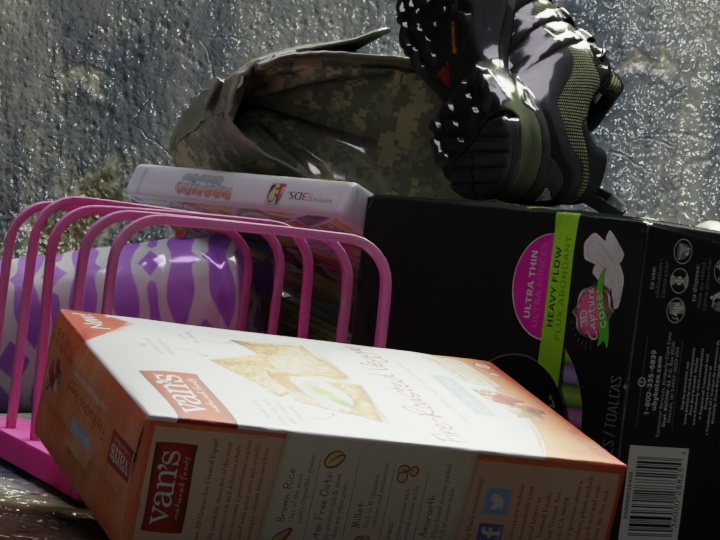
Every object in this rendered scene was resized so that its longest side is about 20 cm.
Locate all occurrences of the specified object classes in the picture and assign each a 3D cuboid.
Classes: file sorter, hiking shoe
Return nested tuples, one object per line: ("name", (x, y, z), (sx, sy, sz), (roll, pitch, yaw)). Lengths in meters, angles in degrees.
("file sorter", (-0.083, 0.035, 1.109), (0.138, 0.126, 0.200), (7, 1, -22))
("hiking shoe", (0.081, -0.107, 1.246), (0.100, 0.201, 0.076), (18, -42, -29))

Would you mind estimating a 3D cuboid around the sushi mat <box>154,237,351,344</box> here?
("sushi mat", (-0.092, 0.031, 1.404), (0.095, 0.012, 0.200), (-25, -29, 26))

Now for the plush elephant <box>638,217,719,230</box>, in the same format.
("plush elephant", (0.156, 0.050, 1.499), (0.199, 0.166, 0.155), (7, 8, -7))

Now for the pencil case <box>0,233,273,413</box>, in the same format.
("pencil case", (-0.146, 0.029, 1.267), (0.199, 0.084, 0.086), (-5, 7, 3))

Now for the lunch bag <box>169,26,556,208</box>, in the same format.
("lunch bag", (-0.001, -0.065, 1.337), (0.199, 0.118, 0.164), (19, -9, -13))

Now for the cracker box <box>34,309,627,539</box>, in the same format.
("cracker box", (-0.015, 0.069, 0.954), (0.199, 0.058, 0.134), (7, 13, -24))

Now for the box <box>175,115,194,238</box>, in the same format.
("box", (-0.008, -0.047, 1.473), (0.199, 0.095, 0.103), (0, 2, -14))

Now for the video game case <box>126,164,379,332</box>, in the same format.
("video game case", (0.000, 0.000, 1.294), (0.200, 0.023, 0.181), (33, -17, -38))

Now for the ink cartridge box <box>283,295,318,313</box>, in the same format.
("ink cartridge box", (-0.060, 0.043, 1.540), (0.199, 0.044, 0.094), (-12, -3, 12))

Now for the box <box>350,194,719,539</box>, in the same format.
("box", (0.099, 0.048, 1.128), (0.124, 0.150, 0.200), (7, 1, -36))
